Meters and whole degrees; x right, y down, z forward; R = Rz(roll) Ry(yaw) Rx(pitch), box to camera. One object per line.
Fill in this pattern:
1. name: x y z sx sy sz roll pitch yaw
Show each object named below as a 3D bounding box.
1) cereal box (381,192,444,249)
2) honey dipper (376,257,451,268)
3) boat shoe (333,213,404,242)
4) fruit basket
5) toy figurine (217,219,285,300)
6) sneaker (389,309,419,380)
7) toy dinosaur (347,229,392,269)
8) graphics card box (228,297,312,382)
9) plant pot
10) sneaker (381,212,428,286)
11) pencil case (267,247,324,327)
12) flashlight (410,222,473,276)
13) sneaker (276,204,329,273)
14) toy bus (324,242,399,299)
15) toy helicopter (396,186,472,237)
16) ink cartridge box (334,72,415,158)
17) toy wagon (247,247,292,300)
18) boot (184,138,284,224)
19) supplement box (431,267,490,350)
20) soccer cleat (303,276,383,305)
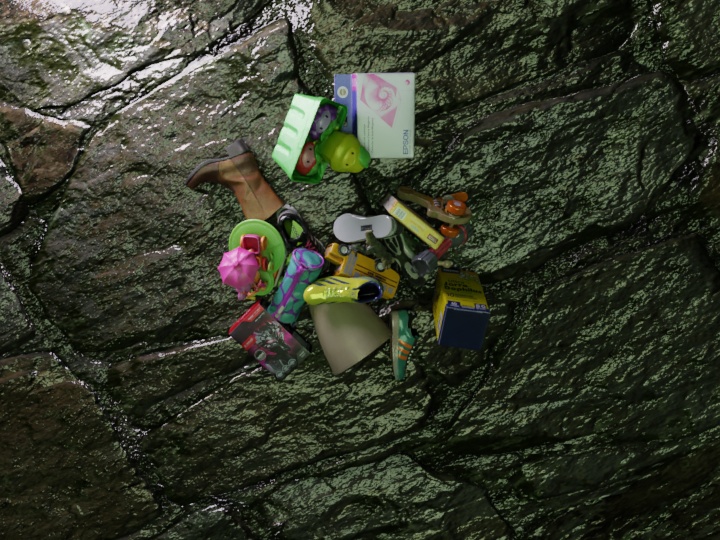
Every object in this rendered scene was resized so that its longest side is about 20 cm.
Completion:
1. cereal box: 0.122 -0.123 1.451 0.143 0.200 0.040 36 99 -11
2. honey dipper: 0.140 -0.030 1.564 0.196 0.038 0.039 9 107 -4
3. boat shoe: 0.018 -0.102 1.499 0.197 0.063 0.072 5 89 41
4. fruit basket: -0.081 -0.294 1.422 0.212 0.155 0.221 2 95 27
5. toy figurine: -0.274 0.002 1.439 0.147 0.185 0.204 5 113 8
6. sneaker: 0.120 0.201 1.615 0.078 0.072 0.204 -3 111 -4
7. toy dinosaur: 0.018 -0.055 1.451 0.086 0.200 0.048 -10 66 15
8. graphics card box: -0.240 0.188 1.621 0.125 0.051 0.200 -42 103 11
9. plant pot: -0.046 0.130 1.550 0.186 0.187 0.202 -34 89 10
10. sneaker: 0.121 -0.060 1.528 0.077 0.088 0.202 -33 87 47
11. pencil case: -0.163 0.041 1.510 0.084 0.093 0.202 30 120 4
12. flashlight: 0.203 -0.059 1.478 0.067 0.200 0.069 25 134 27
13. sneaker: -0.149 -0.071 1.525 0.073 0.088 0.202 -30 105 9
14. toy bus: 0.000 0.000 1.538 0.197 0.065 0.080 23 79 -16
15. toy helicopter: 0.184 -0.169 1.493 0.197 0.132 0.080 24 126 18
16. ink cartridge box: 0.034 -0.373 1.460 0.195 0.043 0.201 -2 107 -1
17. toy wagon: -0.264 -0.007 1.556 0.153 0.040 0.203 24 111 2
18. boot: -0.314 -0.192 1.501 0.186 0.068 0.202 -32 100 -4
19. supplement box: 0.246 0.092 1.508 0.106 0.201 0.111 7 117 -3
20. soccer cleat: -0.039 0.051 1.455 0.196 0.084 0.066 -6 108 -12
